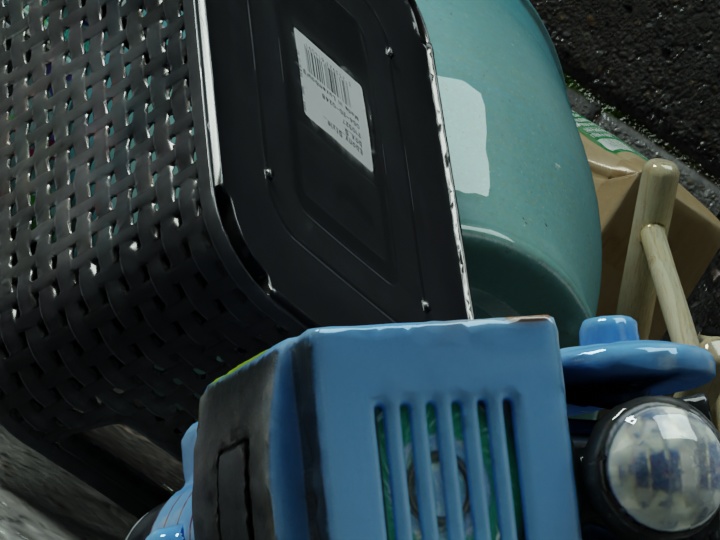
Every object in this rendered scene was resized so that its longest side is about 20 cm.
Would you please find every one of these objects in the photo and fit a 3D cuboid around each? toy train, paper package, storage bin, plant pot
[{"bbox_3d":[0.008,0.060,0.687,0.114,0.087,0.200,0,-12,-21],"label":"toy train"},{"bbox_3d":[0.124,0.004,1.886,0.103,0.191,0.200,35,5,26],"label":"paper package"},{"bbox_3d":[-0.043,-0.029,0.892,0.135,0.094,0.200,39,33,-42],"label":"storage bin"},{"bbox_3d":[0.000,0.000,1.067,0.200,0.200,0.188,31,20,-27],"label":"plant pot"}]

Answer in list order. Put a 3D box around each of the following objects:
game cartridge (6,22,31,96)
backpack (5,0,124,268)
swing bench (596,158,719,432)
[{"bbox_3d":[-0.195,-0.115,0.956,0.200,0.041,0.133,38,10,37],"label":"game cartridge"},{"bbox_3d":[-0.164,-0.099,1.210,0.200,0.151,0.178,26,8,-26],"label":"backpack"},{"bbox_3d":[0.190,0.082,1.146,0.198,0.201,0.130,6,34,-10],"label":"swing bench"}]
